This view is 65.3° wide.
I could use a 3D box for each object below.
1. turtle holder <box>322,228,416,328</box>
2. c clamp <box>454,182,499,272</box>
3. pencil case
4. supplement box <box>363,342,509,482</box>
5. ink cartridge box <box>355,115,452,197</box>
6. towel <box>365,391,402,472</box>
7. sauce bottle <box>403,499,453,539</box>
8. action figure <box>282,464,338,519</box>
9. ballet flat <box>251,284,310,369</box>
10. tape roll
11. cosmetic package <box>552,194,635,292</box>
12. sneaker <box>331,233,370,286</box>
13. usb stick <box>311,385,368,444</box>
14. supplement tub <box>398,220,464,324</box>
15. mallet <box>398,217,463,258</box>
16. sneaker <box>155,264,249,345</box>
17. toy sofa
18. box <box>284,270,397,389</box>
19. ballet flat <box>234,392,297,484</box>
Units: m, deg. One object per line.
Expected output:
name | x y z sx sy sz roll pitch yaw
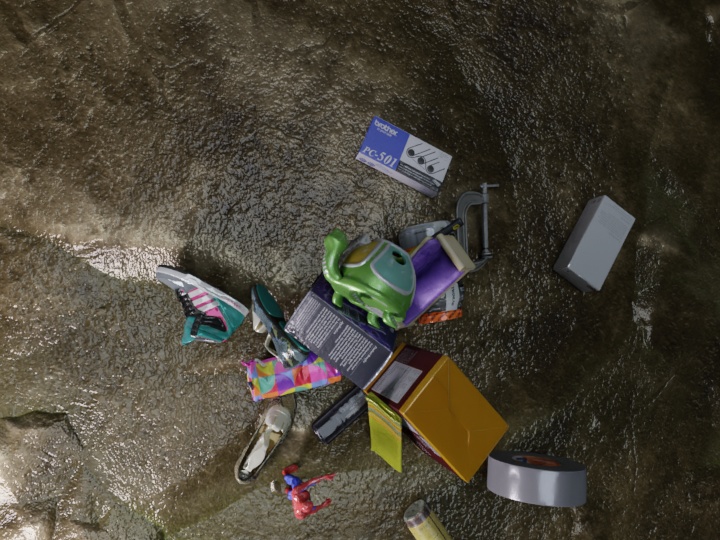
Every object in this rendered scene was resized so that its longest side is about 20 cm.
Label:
turtle holder | 0.014 0.011 1.007 0.183 0.141 0.134 26 77 7
c clamp | 0.265 -0.098 1.250 0.169 0.027 0.205 -2 94 -45
pencil case | -0.136 0.203 1.133 0.196 0.088 0.090 -10 86 -15
supplement box | 0.143 0.270 1.107 0.133 0.199 0.198 -46 106 -14
ink cartridge box | 0.097 -0.251 1.248 0.197 0.044 0.096 26 78 -8
towel | 0.048 0.323 1.100 0.018 0.203 0.086 -35 52 -28
sauce bottle | 0.166 0.578 1.169 0.064 0.065 0.202 -33 91 -13
action figure | -0.092 0.411 1.061 0.097 0.200 0.067 -11 87 -13
ballet flat | -0.177 0.114 1.114 0.074 0.075 0.201 -32 57 -13
tape roll | 0.361 0.425 1.158 0.196 0.200 0.068 6 83 -11
cosmetic package | 0.545 -0.062 1.312 0.101 0.074 0.202 34 80 -6
sneaker | 0.000 0.000 1.140 0.077 0.200 0.100 -30 103 28
usb stick | -0.016 0.281 1.177 0.199 0.033 0.056 -39 86 -13
supplement tub | 0.153 0.005 1.194 0.120 0.122 0.205 -9 86 -13
mallet | 0.122 -0.038 1.121 0.197 0.042 0.066 -27 130 15
sneaker | -0.333 0.083 1.107 0.197 0.084 0.122 29 70 -9
toy sofa | 0.116 0.025 1.087 0.097 0.200 0.084 -4 54 -53
box | -0.031 0.110 1.113 0.198 0.148 0.105 36 111 -4
ballet flat | -0.184 0.332 1.113 0.067 0.075 0.202 32 79 -4
